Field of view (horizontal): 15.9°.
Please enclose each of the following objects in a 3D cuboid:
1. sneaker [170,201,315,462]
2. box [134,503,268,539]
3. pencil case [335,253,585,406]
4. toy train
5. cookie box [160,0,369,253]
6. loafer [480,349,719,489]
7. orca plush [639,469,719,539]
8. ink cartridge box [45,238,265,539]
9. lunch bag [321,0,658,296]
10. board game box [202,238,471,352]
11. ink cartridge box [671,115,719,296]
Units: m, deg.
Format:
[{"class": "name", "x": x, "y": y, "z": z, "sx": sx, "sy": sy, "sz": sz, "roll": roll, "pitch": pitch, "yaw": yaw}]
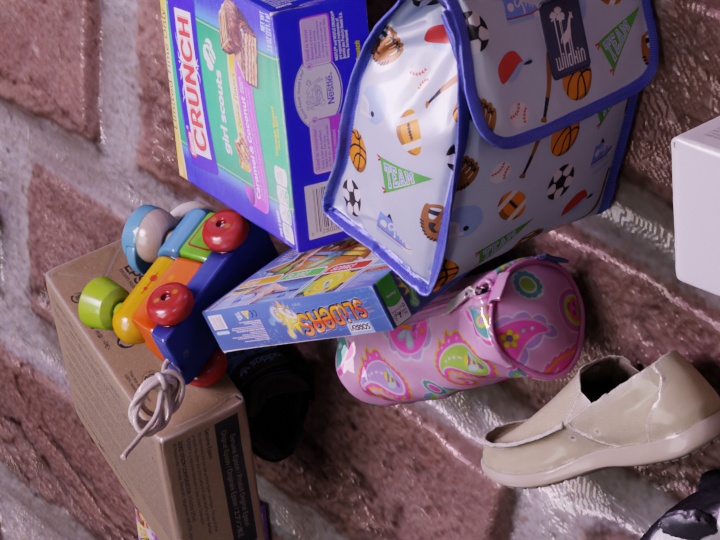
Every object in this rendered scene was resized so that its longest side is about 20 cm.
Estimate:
[{"class": "sneaker", "x": -0.088, "y": 0.050, "z": 1.915, "sx": 0.111, "sy": 0.076, "sz": 0.201, "roll": 25, "pitch": 130, "yaw": 51}, {"class": "box", "x": -0.124, "y": 0.267, "z": 2.106, "sx": 0.136, "sy": 0.039, "sz": 0.201, "roll": 19, "pitch": 122, "yaw": 47}, {"class": "pencil case", "x": 0.064, "y": 0.041, "z": 1.710, "sx": 0.200, "sy": 0.087, "sz": 0.088, "roll": -14, "pitch": 96, "yaw": 57}, {"class": "toy train", "x": -0.154, "y": 0.038, "z": 1.813, "sx": 0.115, "sy": 0.200, "sz": 0.085, "roll": 16, "pitch": 148, "yaw": 35}, {"class": "cookie box", "x": -0.064, "y": -0.126, "z": 1.766, "sx": 0.200, "sy": 0.075, "sz": 0.172, "roll": 33, "pitch": 133, "yaw": 58}, {"class": "loafer", "x": 0.152, "y": 0.092, "z": 1.642, "sx": 0.199, "sy": 0.075, "sz": 0.069, "roll": -16, "pitch": 93, "yaw": 44}, {"class": "orca plush", "x": 0.224, "y": 0.164, "z": 1.611, "sx": 0.105, "sy": 0.071, "sz": 0.200, "roll": 18, "pitch": 143, "yaw": -9}, {"class": "ink cartridge box", "x": -0.152, "y": 0.102, "z": 1.915, "sx": 0.200, "sy": 0.075, "sz": 0.165, "roll": 51, "pitch": 158, "yaw": 38}, {"class": "lunch bag", "x": 0.084, "y": -0.108, "z": 1.540, "sx": 0.124, "sy": 0.170, "sz": 0.201, "roll": 37, "pitch": 133, "yaw": 31}, {"class": "board game box", "x": 0.000, "y": 0.000, "z": 1.730, "sx": 0.200, "sy": 0.135, "sz": 0.035, "roll": -9, "pitch": 113, "yaw": 54}, {"class": "ink cartridge box", "x": 0.276, "y": -0.046, "z": 1.301, "sx": 0.146, "sy": 0.199, "sz": 0.085, "roll": 23, "pitch": 127, "yaw": 45}]
